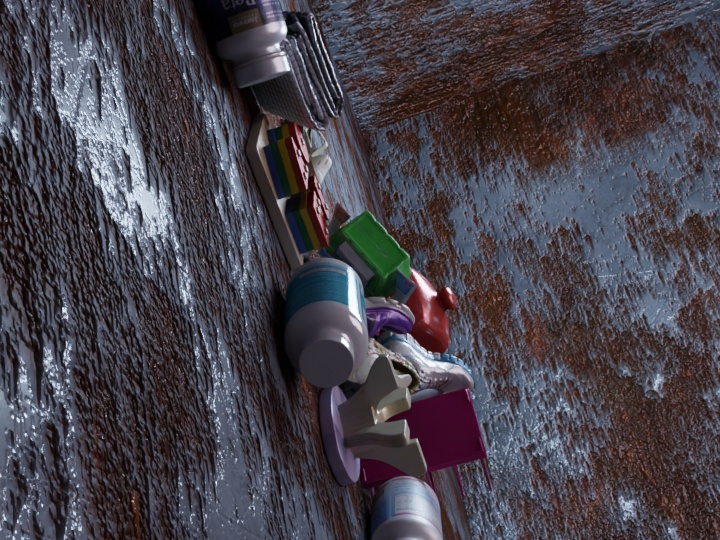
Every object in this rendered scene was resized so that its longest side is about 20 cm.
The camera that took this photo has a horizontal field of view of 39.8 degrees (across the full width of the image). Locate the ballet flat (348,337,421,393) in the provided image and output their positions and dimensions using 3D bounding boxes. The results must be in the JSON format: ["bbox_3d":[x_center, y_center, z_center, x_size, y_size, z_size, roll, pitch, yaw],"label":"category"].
[{"bbox_3d":[0.030,0.149,1.524,0.064,0.076,0.199,32,9,38],"label":"ballet flat"}]

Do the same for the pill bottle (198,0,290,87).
[{"bbox_3d":[-0.170,-0.373,1.435,0.111,0.110,0.202,-74,146,-80],"label":"pill bottle"}]

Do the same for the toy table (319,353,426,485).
[{"bbox_3d":[0.014,0.219,1.422,0.200,0.116,0.185,-92,164,-66],"label":"toy table"}]

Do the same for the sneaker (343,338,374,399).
[{"bbox_3d":[0.009,0.155,1.625,0.081,0.077,0.202,2,75,-44],"label":"sneaker"}]

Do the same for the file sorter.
[{"bbox_3d":[0.105,0.307,1.627,0.140,0.198,0.126,-101,174,-50],"label":"file sorter"}]

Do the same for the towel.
[{"bbox_3d":[-0.121,-0.335,1.607,0.165,0.085,0.201,30,-26,41],"label":"towel"}]

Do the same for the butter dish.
[{"bbox_3d":[0.106,0.075,1.823,0.200,0.147,0.201,45,27,-52],"label":"butter dish"}]

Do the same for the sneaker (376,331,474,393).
[{"bbox_3d":[0.111,0.181,1.701,0.199,0.075,0.087,25,37,-22],"label":"sneaker"}]

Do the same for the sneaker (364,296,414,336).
[{"bbox_3d":[-0.004,0.085,1.543,0.080,0.198,0.084,-22,-114,53],"label":"sneaker"}]

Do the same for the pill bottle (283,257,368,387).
[{"bbox_3d":[-0.046,0.071,1.307,0.200,0.110,0.112,-95,166,-65],"label":"pill bottle"}]

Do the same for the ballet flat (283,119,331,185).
[{"bbox_3d":[-0.095,-0.221,1.902,0.068,0.072,0.202,62,12,-58],"label":"ballet flat"}]

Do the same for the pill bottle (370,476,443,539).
[{"bbox_3d":[0.067,0.390,1.452,0.200,0.108,0.110,-82,153,-76],"label":"pill bottle"}]

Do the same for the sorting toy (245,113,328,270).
[{"bbox_3d":[-0.106,-0.135,1.552,0.200,0.069,0.200,-93,165,-67],"label":"sorting toy"}]

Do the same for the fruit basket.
[{"bbox_3d":[0.000,0.000,1.634,0.186,0.093,0.200,48,-30,9],"label":"fruit basket"}]

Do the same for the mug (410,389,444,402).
[{"bbox_3d":[0.103,0.310,1.811,0.150,0.152,0.188,-100,171,-55],"label":"mug"}]
